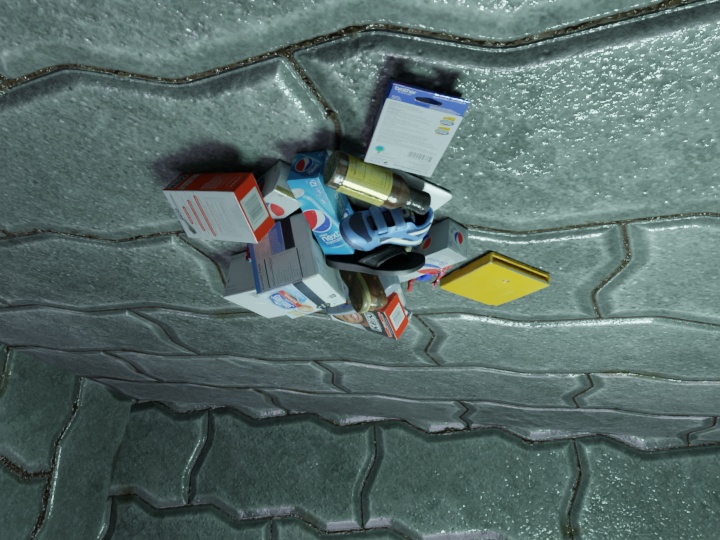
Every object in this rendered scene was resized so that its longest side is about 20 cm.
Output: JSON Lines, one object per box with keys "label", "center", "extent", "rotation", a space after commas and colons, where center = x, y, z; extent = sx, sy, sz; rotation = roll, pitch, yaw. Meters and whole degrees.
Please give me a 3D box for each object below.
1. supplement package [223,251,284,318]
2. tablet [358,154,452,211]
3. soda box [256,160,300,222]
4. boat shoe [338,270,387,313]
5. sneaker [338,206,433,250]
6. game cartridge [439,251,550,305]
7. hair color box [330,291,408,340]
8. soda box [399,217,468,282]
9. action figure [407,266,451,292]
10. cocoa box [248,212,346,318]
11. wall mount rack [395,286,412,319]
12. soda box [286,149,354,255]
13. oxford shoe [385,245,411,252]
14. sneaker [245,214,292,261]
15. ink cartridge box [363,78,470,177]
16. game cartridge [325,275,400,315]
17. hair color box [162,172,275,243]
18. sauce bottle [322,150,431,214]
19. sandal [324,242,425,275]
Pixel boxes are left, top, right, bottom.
{"label": "supplement package", "center": [-0.203, 0.026, 1.454], "extent": [0.196, 0.114, 0.155], "rotation": [-13, 150, 37]}
{"label": "tablet", "center": [0.057, -0.146, 1.116], "extent": [0.196, 0.014, 0.130], "rotation": [20, 154, -23]}
{"label": "soda box", "center": [-0.179, -0.132, 1.157], "extent": [0.067, 0.065, 0.198], "rotation": [22, 152, -30]}
{"label": "boat shoe", "center": [0.000, 0.000, 1.248], "extent": [0.066, 0.203, 0.073], "rotation": [-1, 141, -25]}
{"label": "sneaker", "center": [0.050, -0.088, 1.101], "extent": [0.196, 0.075, 0.082], "rotation": [-9, 157, -35]}
{"label": "game cartridge", "center": [0.307, 0.025, 1.401], "extent": [0.173, 0.033, 0.199], "rotation": [19, 156, -22]}
{"label": "hair color box", "center": [0.006, 0.083, 1.390], "extent": [0.197, 0.062, 0.103], "rotation": [14, 144, 38]}
{"label": "soda box", "center": [0.133, -0.038, 1.263], "extent": [0.063, 0.070, 0.198], "rotation": [23, 151, -33]}
{"label": "action figure", "center": [0.151, 0.005, 1.383], "extent": [0.064, 0.053, 0.199], "rotation": [23, 150, -21]}
{"label": "cocoa box", "center": [-0.126, -0.003, 1.215], "extent": [0.128, 0.137, 0.200], "rotation": [-18, 159, 9]}
{"label": "wall mount rack", "center": [0.034, 0.054, 1.450], "extent": [0.171, 0.075, 0.202], "rotation": [20, 147, 37]}
{"label": "soda box", "center": [-0.064, -0.118, 1.098], "extent": [0.062, 0.069, 0.202], "rotation": [-2, 141, 20]}
{"label": "oxford shoe", "center": [0.011, -0.069, 1.211], "extent": [0.194, 0.076, 0.071], "rotation": [6, 174, 8]}
{"label": "sneaker", "center": [-0.185, -0.060, 1.301], "extent": [0.094, 0.081, 0.199], "rotation": [17, 155, -25]}
{"label": "ink cartridge box", "center": [0.081, -0.219, 0.915], "extent": [0.116, 0.043, 0.200], "rotation": [12, 159, -7]}
{"label": "game cartridge", "center": [-0.008, 0.019, 1.314], "extent": [0.197, 0.137, 0.041], "rotation": [-26, 158, 34]}
{"label": "hair color box", "center": [-0.264, -0.118, 1.122], "extent": [0.196, 0.064, 0.113], "rotation": [6, 133, 34]}
{"label": "sauce bottle", "center": [0.032, -0.143, 1.033], "extent": [0.196, 0.066, 0.064], "rotation": [18, 154, -28]}
{"label": "sandal", "center": [0.027, -0.029, 1.155], "extent": [0.194, 0.076, 0.049], "rotation": [3, 123, 5]}
